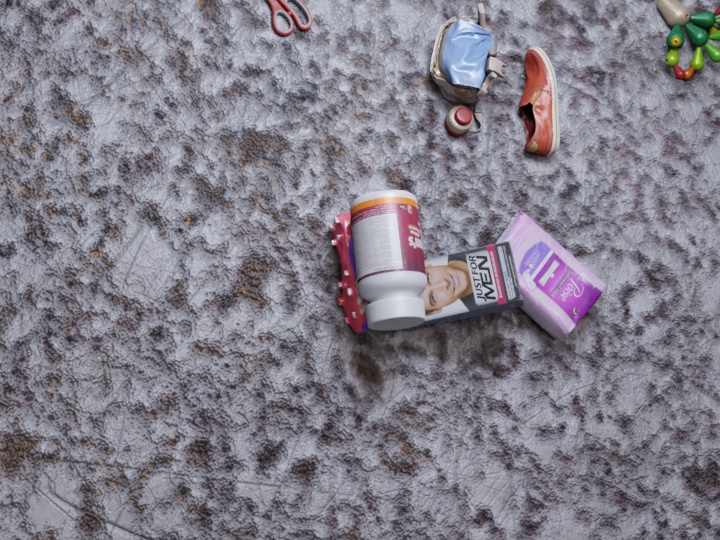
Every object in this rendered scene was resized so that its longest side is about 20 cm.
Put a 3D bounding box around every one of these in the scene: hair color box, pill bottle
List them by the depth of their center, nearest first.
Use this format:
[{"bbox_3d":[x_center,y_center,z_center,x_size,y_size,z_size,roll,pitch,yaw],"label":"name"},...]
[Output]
[{"bbox_3d":[0.046,-0.015,1.588,0.109,0.110,0.202,-2,74,-16],"label":"pill bottle"},{"bbox_3d":[0.155,0.027,1.647,0.198,0.061,0.100,-13,77,8],"label":"hair color box"}]

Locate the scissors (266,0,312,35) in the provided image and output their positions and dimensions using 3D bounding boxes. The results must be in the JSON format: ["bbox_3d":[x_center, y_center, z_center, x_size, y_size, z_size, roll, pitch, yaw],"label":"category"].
[{"bbox_3d":[-0.160,-0.491,1.770,0.073,0.014,0.201,-33,85,-18],"label":"scissors"}]

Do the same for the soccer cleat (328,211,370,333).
[{"bbox_3d":[0.000,0.000,1.653,0.076,0.067,0.202,-5,74,-21],"label":"soccer cleat"}]

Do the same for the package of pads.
[{"bbox_3d":[0.302,0.011,1.725,0.200,0.076,0.121,42,72,-1],"label":"package of pads"}]

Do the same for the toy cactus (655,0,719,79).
[{"bbox_3d":[0.630,-0.461,1.943,0.200,0.102,0.165,-37,77,-12],"label":"toy cactus"}]

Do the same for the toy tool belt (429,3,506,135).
[{"bbox_3d":[0.186,-0.347,1.765,0.124,0.123,0.202,7,74,-13],"label":"toy tool belt"}]

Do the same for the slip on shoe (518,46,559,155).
[{"bbox_3d":[0.312,-0.303,1.818,0.061,0.074,0.202,-1,80,-12],"label":"slip on shoe"}]
